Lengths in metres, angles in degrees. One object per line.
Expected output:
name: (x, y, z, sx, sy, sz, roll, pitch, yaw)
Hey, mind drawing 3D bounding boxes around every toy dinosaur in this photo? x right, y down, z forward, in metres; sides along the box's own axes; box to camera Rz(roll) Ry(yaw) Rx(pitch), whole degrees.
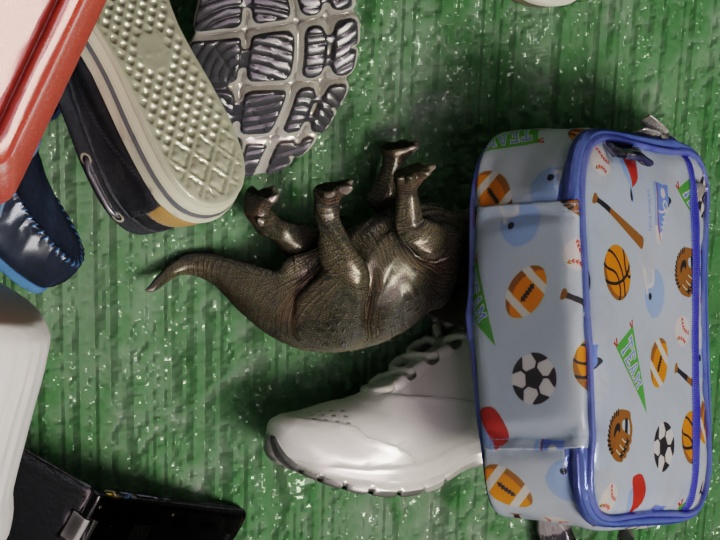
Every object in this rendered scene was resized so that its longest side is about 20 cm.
toy dinosaur: (0.000, 0.000, 1.116, 0.199, 0.077, 0.103, -20, 111, -17)

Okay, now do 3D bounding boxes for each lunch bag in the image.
lunch bag: (0.120, 0.024, 1.120, 0.160, 0.075, 0.202, 7, 83, -55)

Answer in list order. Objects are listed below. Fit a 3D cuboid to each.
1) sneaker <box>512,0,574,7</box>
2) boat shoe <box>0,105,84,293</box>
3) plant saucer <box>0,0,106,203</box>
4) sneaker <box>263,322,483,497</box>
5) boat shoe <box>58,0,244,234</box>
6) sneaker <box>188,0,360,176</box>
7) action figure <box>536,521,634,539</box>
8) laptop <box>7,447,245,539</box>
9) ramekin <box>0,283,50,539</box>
sneaker: (0.070, -0.170, 1.032, 0.199, 0.088, 0.078, 6, 84, -50)
boat shoe: (-0.170, -0.076, 1.007, 0.068, 0.084, 0.201, -29, 122, 5)
plant saucer: (-0.176, -0.141, 0.886, 0.199, 0.037, 0.201, 23, 98, -31)
sneaker: (0.041, 0.064, 1.173, 0.198, 0.074, 0.088, -8, 102, -27)
boat shoe: (-0.115, -0.106, 0.997, 0.074, 0.062, 0.201, -19, 82, -46)
sneaker: (-0.040, -0.142, 1.036, 0.077, 0.080, 0.202, 3, 106, -12)
action figure: (0.156, 0.207, 1.255, 0.199, 0.105, 0.194, -20, 126, 15)
laptop: (-0.191, 0.161, 1.143, 0.200, 0.116, 0.188, 16, 107, -57)
ramekin: (-0.228, 0.037, 0.971, 0.199, 0.200, 0.098, 18, 97, -27)
